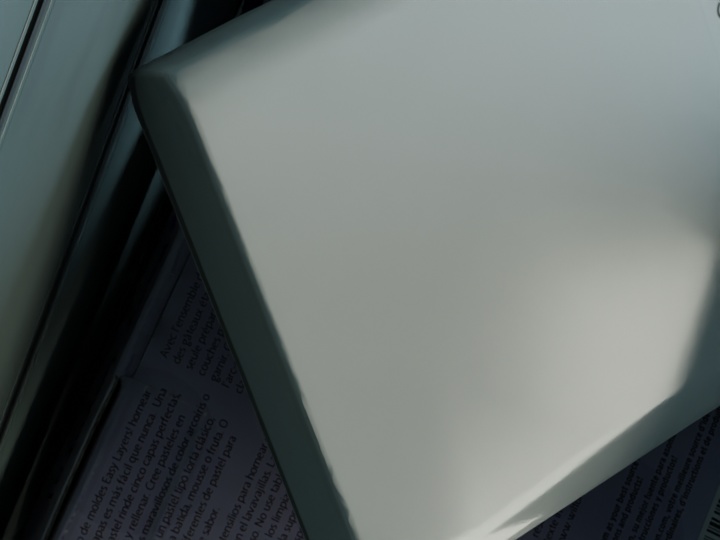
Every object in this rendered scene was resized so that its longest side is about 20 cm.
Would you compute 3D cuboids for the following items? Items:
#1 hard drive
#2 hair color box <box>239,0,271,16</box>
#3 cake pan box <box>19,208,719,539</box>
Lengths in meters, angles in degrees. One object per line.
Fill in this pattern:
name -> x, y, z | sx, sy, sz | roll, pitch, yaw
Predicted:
hard drive -> 0.055, -0.026, 0.640 | 0.200, 0.132, 0.026 | -30, -161, -27
hair color box -> 0.047, -0.127, 0.674 | 0.100, 0.061, 0.200 | -12, 138, -34
cake pan box -> 0.010, 0.083, 0.675 | 0.200, 0.184, 0.052 | -67, -166, -11
